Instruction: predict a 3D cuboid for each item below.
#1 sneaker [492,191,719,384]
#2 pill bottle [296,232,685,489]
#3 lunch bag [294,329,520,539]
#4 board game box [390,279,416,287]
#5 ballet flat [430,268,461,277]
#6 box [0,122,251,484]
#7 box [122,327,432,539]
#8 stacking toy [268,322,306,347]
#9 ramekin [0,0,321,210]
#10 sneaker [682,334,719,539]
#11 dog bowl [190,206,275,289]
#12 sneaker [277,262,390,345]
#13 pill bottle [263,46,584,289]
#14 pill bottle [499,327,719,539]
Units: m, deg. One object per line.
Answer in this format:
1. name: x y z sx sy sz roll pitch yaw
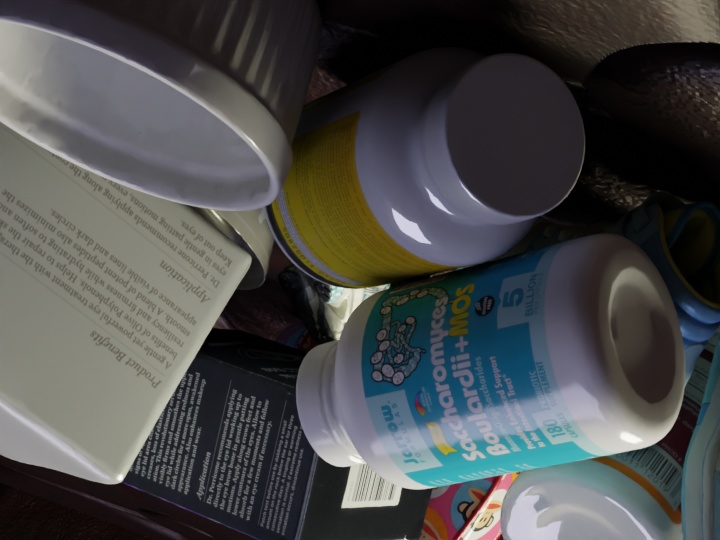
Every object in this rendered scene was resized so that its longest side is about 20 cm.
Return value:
1. sneaker: 0.138 -0.013 1.092 0.079 0.131 0.200 4 -142 -45
2. pill bottle: 0.063 0.054 1.020 0.199 0.112 0.111 -16 143 34
3. lunch bag: 0.015 0.138 1.381 0.200 0.177 0.082 42 -164 27
4. board game box: 0.091 0.069 1.350 0.199 0.029 0.135 27 -162 -16
5. ballet flat: 0.090 0.021 1.284 0.072 0.068 0.200 29 176 42
6. box: -0.220 0.004 1.198 0.199 0.172 0.199 39 160 -27
7. box: -0.066 0.109 1.304 0.199 0.105 0.147 16 -175 36
8. stacking toy: -0.014 0.067 1.525 0.085 0.086 0.200 26 158 -14
9. ramekin: -0.115 -0.124 1.001 0.198 0.106 0.200 20 163 6
10. sneaker: 0.250 0.094 1.034 0.130 0.202 0.079 -2 155 38
11. dog bowl: -0.135 -0.067 1.253 0.199 0.059 0.200 27 162 10
12. sneaker: 0.000 0.000 1.253 0.078 0.086 0.200 56 166 16
13. pill bottle: 0.032 -0.054 1.013 0.111 0.113 0.200 28 163 -20
14. pill bottle: 0.176 0.110 1.155 0.113 0.200 0.115 19 130 25
